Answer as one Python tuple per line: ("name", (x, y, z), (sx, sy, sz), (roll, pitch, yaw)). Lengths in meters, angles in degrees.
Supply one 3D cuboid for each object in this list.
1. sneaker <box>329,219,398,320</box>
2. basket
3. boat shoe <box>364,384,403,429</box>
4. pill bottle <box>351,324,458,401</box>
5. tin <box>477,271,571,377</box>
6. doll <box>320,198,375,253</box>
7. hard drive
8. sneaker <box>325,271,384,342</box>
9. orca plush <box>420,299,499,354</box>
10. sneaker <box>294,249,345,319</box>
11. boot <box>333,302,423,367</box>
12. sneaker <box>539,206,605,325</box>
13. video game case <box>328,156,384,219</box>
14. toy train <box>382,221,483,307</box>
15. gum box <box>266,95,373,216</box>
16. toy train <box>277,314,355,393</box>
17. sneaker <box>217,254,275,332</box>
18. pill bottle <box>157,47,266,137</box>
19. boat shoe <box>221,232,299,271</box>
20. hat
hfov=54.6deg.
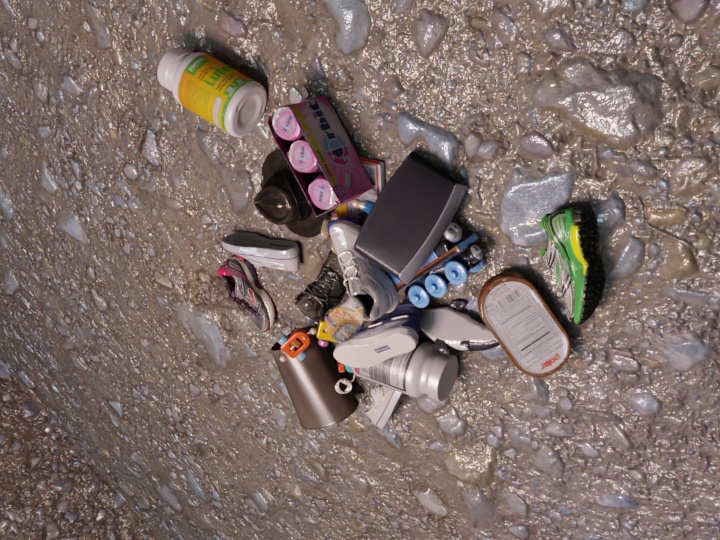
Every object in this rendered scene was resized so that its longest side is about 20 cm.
("sneaker", (0.000, 0.000, 1.279), (0.074, 0.087, 0.201), (-25, 98, 37))
("basket", (-0.115, 0.244, 1.615), (0.180, 0.136, 0.201), (-10, 108, 55))
("boat shoe", (0.055, 0.278, 1.550), (0.070, 0.071, 0.200), (34, 141, 10))
("pill bottle", (0.090, 0.190, 1.424), (0.199, 0.116, 0.116), (16, 128, 29))
("tin", (0.286, 0.096, 1.221), (0.112, 0.042, 0.200), (-35, 96, 15))
("doll", (0.020, -0.083, 1.305), (0.199, 0.049, 0.137), (-9, 130, 34))
("hard drive", (0.081, -0.092, 1.210), (0.135, 0.042, 0.201), (34, 98, 16))
("sneaker", (0.004, 0.072, 1.424), (0.075, 0.088, 0.200), (45, 129, 5))
("orca plush", (0.208, 0.113, 1.336), (0.199, 0.071, 0.106), (-7, 70, 30))
("sneaker", (-0.069, 0.031, 1.441), (0.076, 0.114, 0.200), (38, 134, 8))
("boot", (0.038, 0.127, 1.370), (0.199, 0.091, 0.073), (-18, 125, 35))
("sneaker", (0.340, -0.007, 1.130), (0.085, 0.078, 0.201), (5, 113, 44))
("video game case", (-0.040, -0.161, 1.351), (0.199, 0.017, 0.144), (17, 129, 28))
("toy train", (0.134, -0.013, 1.272), (0.115, 0.087, 0.200), (55, 137, 2))
("gum box", (-0.072, -0.211, 1.252), (0.066, 0.113, 0.201), (-25, 94, 39))
("toy train", (-0.076, 0.173, 1.532), (0.200, 0.056, 0.150), (39, 102, -18))
("sneaker", (-0.272, 0.061, 1.647), (0.080, 0.075, 0.201), (-12, 112, 42))
("pill bottle", (-0.290, -0.350, 1.346), (0.199, 0.111, 0.111), (32, 134, 16))
("boat shoe", (-0.222, -0.034, 1.541), (0.199, 0.074, 0.067), (12, 123, 31))
("hat", (-0.159, -0.139, 1.391), (0.200, 0.081, 0.202), (31, 137, 34))
